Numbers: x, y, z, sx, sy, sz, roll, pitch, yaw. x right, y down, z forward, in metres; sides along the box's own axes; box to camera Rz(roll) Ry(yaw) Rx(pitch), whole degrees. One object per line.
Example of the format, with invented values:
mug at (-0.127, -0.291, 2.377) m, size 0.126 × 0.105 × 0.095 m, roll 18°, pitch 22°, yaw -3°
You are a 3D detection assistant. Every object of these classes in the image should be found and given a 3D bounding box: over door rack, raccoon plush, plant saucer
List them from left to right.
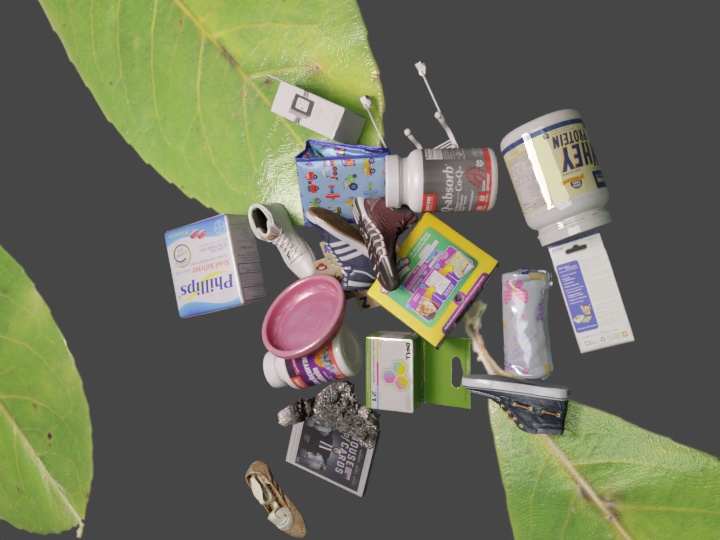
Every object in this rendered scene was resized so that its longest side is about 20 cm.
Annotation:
plant saucer at (-0.110, 0.100, 1.201) m, size 0.198 × 0.051 × 0.202 m, roll -21°, pitch 42°, yaw 19°
raccoon plush at (-0.054, 0.321, 1.195) m, size 0.198 × 0.097 × 0.135 m, roll -24°, pitch 52°, yaw -13°
over door rack at (0.091, -0.294, 1.152) m, size 0.146 × 0.066 × 0.202 m, roll -25°, pitch 83°, yaw 22°

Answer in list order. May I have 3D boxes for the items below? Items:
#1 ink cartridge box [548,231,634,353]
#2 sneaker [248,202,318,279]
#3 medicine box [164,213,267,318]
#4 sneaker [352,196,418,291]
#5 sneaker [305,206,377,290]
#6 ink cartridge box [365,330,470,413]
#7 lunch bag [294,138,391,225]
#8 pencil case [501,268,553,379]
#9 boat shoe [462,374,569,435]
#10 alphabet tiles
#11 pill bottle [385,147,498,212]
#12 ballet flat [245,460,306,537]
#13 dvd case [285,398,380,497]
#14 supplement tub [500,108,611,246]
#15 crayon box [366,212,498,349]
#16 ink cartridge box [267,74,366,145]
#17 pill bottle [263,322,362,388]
ink cartridge box at (0.414, 0.040, 1.048) m, size 0.094 × 0.037 × 0.203 m, roll -18°, pitch 88°, yaw 24°
sneaker at (-0.171, -0.058, 1.253) m, size 0.073 × 0.115 × 0.201 m, roll -38°, pitch 81°, yaw 19°
medicine box at (-0.330, -0.009, 1.331) m, size 0.180 × 0.103 × 0.203 m, roll -13°, pitch 87°, yaw 23°
sneaker at (0.066, -0.064, 1.100) m, size 0.114 × 0.076 × 0.202 m, roll -14°, pitch 67°, yaw -15°
sneaker at (-0.040, -0.036, 1.168) m, size 0.198 × 0.070 × 0.109 m, roll 31°, pitch 115°, yaw -10°
ink cartridge box at (0.115, 0.203, 1.165) m, size 0.197 × 0.076 × 0.150 m, roll 1°, pitch 93°, yaw 25°
lunch bag at (-0.018, -0.171, 1.166) m, size 0.197 × 0.095 × 0.152 m, roll 5°, pitch 127°, yaw 13°
pencil case at (0.307, 0.096, 1.072) m, size 0.089 × 0.083 × 0.203 m, roll -1°, pitch 93°, yaw 15°
boat shoe at (0.286, 0.252, 1.095) m, size 0.197 × 0.071 × 0.092 m, roll 5°, pitch 91°, yaw 21°
alphabet tiles at (0.000, 0.000, 1.222) m, size 0.198 × 0.008 × 0.169 m, roll -18°, pitch 98°, yaw 24°
pill bottle at (0.145, -0.166, 1.076) m, size 0.197 × 0.116 × 0.118 m, roll -1°, pitch 93°, yaw 1°
ballet flat at (-0.199, 0.531, 1.326) m, size 0.071 × 0.065 × 0.200 m, roll -45°, pitch 76°, yaw 19°
dvd case at (-0.063, 0.387, 1.282) m, size 0.198 × 0.025 × 0.153 m, roll 17°, pitch 100°, yaw 22°
supplement tub at (0.340, -0.157, 1.009) m, size 0.143 × 0.145 × 0.203 m, roll -21°, pitch 85°, yaw 23°
crayon box at (0.139, 0.019, 1.127) m, size 0.172 × 0.058 × 0.201 m, roll 37°, pitch 89°, yaw 18°
ink cartridge box at (-0.100, -0.330, 1.206) m, size 0.198 × 0.116 × 0.067 m, roll 29°, pitch 105°, yaw 20°
pill bottle at (-0.104, 0.188, 1.240) m, size 0.198 × 0.111 × 0.113 m, roll -18°, pitch 86°, yaw 23°
